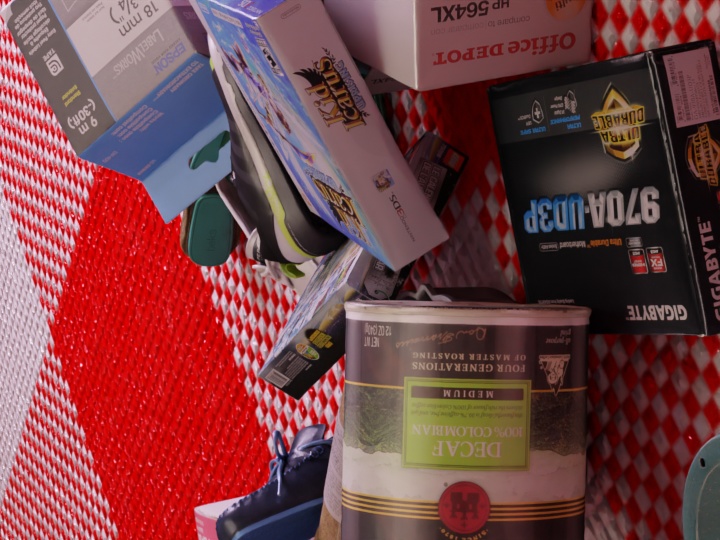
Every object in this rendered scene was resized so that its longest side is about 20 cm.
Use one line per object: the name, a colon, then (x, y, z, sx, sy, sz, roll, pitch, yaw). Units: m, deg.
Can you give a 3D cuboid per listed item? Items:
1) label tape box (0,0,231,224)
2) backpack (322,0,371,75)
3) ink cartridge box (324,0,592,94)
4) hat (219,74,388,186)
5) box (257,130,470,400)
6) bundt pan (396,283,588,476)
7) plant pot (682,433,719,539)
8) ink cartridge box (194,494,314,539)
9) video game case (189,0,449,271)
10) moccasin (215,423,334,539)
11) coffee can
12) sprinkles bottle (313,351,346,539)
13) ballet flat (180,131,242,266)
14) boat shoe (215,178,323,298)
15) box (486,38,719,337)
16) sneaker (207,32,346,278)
label tape box: (-0.165, -0.153, 1.577, 0.144, 0.063, 0.201, -37, 77, 31)
backpack: (-0.027, -0.228, 1.444, 0.182, 0.134, 0.201, -22, 80, 65)
ink cartridge box: (0.059, -0.202, 1.271, 0.125, 0.128, 0.201, 35, 132, 57)
hat: (-0.095, -0.092, 1.588, 0.166, 0.175, 0.200, 68, 154, 21)
box: (0.000, 0.000, 1.492, 0.137, 0.040, 0.200, -62, 7, -27)
bundt pan: (0.086, 0.103, 1.395, 0.202, 0.075, 0.203, 170, 90, -67)
plant pot: (0.238, 0.122, 0.998, 0.200, 0.134, 0.201, 170, 90, -67)
ink cartridge box: (-0.041, 0.274, 1.658, 0.083, 0.146, 0.201, -177, 78, -66)
video game case: (-0.032, -0.103, 1.343, 0.182, 0.045, 0.200, 59, 172, -19)
moccasin: (-0.028, 0.145, 1.506, 0.068, 0.199, 0.081, 55, 140, 18)
coffee can: (0.060, 0.120, 1.225, 0.146, 0.146, 0.201, -179, 90, -65)
sprinkles bottle: (0.013, 0.116, 1.386, 0.068, 0.068, 0.201, 56, 146, 42)
ballet flat: (-0.119, -0.090, 1.805, 0.200, 0.067, 0.073, 104, 166, -49)
boat shoe: (-0.058, -0.021, 1.676, 0.200, 0.065, 0.072, 61, 150, 36)
box: (0.150, -0.044, 1.226, 0.200, 0.046, 0.160, -1, 101, 66)
sneaker: (-0.076, -0.091, 1.503, 0.083, 0.072, 0.201, -24, 82, 46)
